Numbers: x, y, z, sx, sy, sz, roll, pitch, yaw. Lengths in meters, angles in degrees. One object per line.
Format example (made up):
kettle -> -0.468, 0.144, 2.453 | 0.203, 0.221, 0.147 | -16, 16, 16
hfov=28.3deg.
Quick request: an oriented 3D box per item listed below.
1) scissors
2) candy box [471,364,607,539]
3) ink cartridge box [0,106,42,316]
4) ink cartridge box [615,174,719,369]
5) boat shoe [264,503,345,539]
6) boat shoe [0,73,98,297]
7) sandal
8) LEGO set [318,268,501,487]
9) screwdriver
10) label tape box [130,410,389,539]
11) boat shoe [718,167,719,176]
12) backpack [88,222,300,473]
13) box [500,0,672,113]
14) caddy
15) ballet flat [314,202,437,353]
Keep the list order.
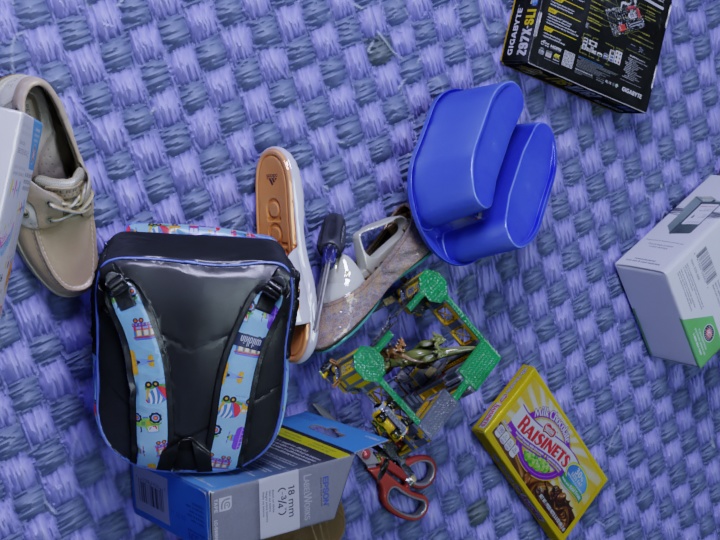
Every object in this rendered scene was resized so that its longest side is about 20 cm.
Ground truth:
scissors -> 0.009, 0.204, 1.495 | 0.200, 0.014, 0.073 | 31, 80, -38
candy box -> 0.209, 0.212, 1.640 | 0.102, 0.026, 0.200 | -50, 123, -24
ink cartridge box -> -0.333, -0.034, 1.103 | 0.125, 0.129, 0.200 | 11, 91, -6
ink cartridge box -> 0.419, -0.002, 1.727 | 0.200, 0.084, 0.146 | -39, 118, -26
boat shoe -> -0.091, 0.256, 1.399 | 0.200, 0.069, 0.071 | -4, 78, -55
boat shoe -> -0.262, -0.068, 1.216 | 0.072, 0.065, 0.200 | -23, 110, -32
sandal -> -0.091, -0.012, 1.350 | 0.059, 0.079, 0.207 | -9, 94, -40
LEGO set -> 0.038, 0.106, 1.447 | 0.154, 0.116, 0.200 | 42, 49, -12
screwdriver -> -0.033, 0.006, 1.349 | 0.028, 0.200, 0.029 | 5, 127, 2
label tape box -> -0.092, 0.194, 1.336 | 0.200, 0.144, 0.063 | -10, 103, -35
boat shoe -> 0.543, -0.099, 1.811 | 0.202, 0.075, 0.075 | 9, 92, -38
backpack -> -0.148, 0.071, 1.260 | 0.182, 0.135, 0.200 | 1, 108, -9
box -> 0.256, -0.276, 1.585 | 0.200, 0.049, 0.160 | 15, 86, -37
caddy -> 0.118, -0.101, 1.467 | 0.141, 0.105, 0.200 | 46, 50, -33
ballet flat -> 0.000, 0.000, 1.430 | 0.200, 0.068, 0.067 | -45, 117, -35
